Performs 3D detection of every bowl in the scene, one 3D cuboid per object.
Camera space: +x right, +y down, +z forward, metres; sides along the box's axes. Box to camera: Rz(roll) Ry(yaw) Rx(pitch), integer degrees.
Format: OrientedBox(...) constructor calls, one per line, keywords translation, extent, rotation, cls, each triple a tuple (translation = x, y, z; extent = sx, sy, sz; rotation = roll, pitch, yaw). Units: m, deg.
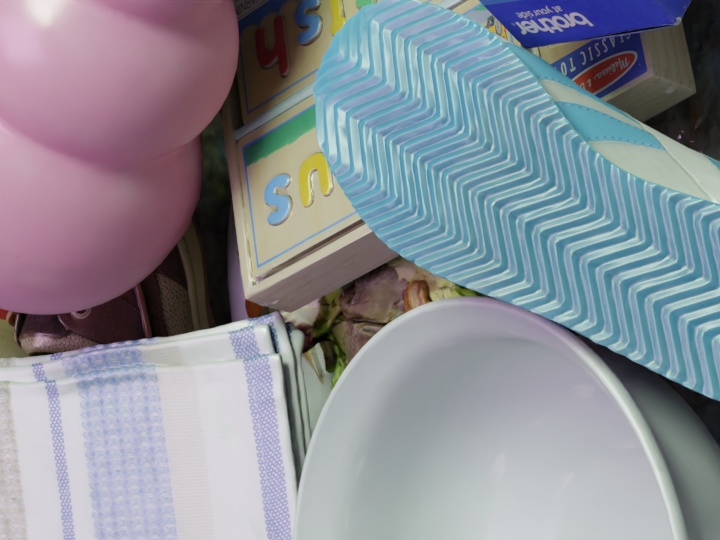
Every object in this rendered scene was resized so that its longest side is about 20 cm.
OrientedBox(translation=(0.070, 0.107, 0.885), extent=(0.200, 0.090, 0.203), rotation=(5, 96, 51), cls="bowl")

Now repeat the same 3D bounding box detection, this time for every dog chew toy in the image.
OrientedBox(translation=(-0.102, -0.079, 0.965), extent=(0.125, 0.124, 0.201), rotation=(57, 135, 32), cls="dog chew toy")

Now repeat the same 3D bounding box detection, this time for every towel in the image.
OrientedBox(translation=(-0.104, 0.102, 1.016), extent=(0.199, 0.024, 0.148), rotation=(-9, 86, 24), cls="towel")

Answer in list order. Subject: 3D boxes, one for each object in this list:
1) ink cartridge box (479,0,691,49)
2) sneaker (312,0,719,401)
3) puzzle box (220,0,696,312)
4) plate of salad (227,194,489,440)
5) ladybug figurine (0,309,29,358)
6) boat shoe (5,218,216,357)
OrientedBox(translation=(0.061, -0.164, 0.805), extent=(0.076, 0.200, 0.137), rotation=(-1, 53, 51), cls="ink cartridge box")
OrientedBox(translation=(0.071, -0.018, 0.836), extent=(0.199, 0.081, 0.077), rotation=(34, 100, 19), cls="sneaker")
OrientedBox(translation=(0.025, -0.082, 0.937), extent=(0.199, 0.025, 0.134), rotation=(-29, 59, 37), cls="puzzle box")
OrientedBox(translation=(0.000, 0.000, 1.001), extent=(0.199, 0.048, 0.202), rotation=(2, 93, 51), cls="plate of salad")
OrientedBox(translation=(-0.190, 0.058, 1.158), extent=(0.072, 0.135, 0.200), rotation=(63, 164, -4), cls="ladybug figurine")
OrientedBox(translation=(-0.106, 0.017, 1.076), extent=(0.072, 0.072, 0.201), rotation=(-9, 102, 50), cls="boat shoe")
